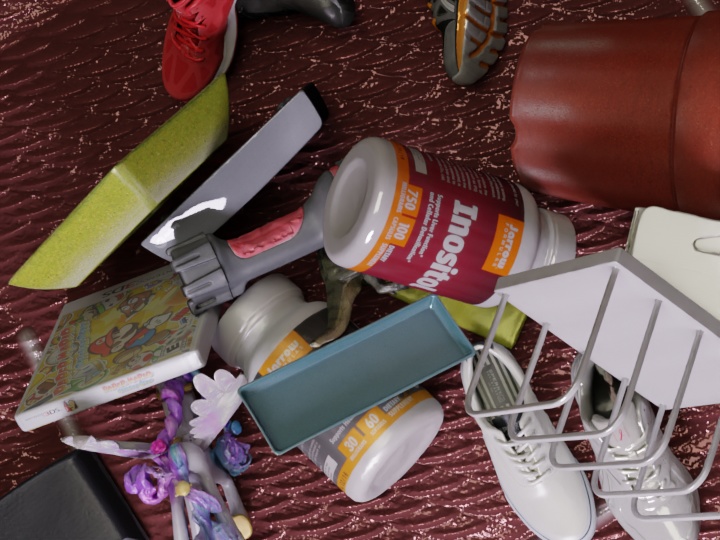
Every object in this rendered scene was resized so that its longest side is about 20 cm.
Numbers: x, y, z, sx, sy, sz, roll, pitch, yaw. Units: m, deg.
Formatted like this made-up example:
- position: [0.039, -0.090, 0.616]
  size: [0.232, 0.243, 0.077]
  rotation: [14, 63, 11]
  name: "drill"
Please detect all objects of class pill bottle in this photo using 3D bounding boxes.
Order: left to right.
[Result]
- position: [-0.032, 0.101, 1.415]
  size: [0.200, 0.116, 0.116]
  rotation: [42, 94, 18]
  name: "pill bottle"
- position: [0.078, -0.034, 1.346]
  size: [0.200, 0.113, 0.113]
  rotation: [16, 84, -23]
  name: "pill bottle"

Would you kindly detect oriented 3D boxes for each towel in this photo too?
- position: [0.067, -0.005, 1.457]
  size: [0.200, 0.018, 0.086]
  rotation: [24, 92, 18]
  name: "towel"

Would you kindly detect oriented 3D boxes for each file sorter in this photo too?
- position: [0.201, 0.095, 1.204]
  size: [0.139, 0.200, 0.125]
  rotation: [-15, 47, 54]
  name: "file sorter"

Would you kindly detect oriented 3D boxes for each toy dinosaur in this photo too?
- position: [0.000, 0.000, 1.416]
  size: [0.088, 0.048, 0.200]
  rotation: [-4, 42, 3]
  name: "toy dinosaur"

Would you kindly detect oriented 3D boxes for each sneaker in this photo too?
- position: [-0.163, -0.237, 1.467]
  size: [0.078, 0.116, 0.200]
  rotation: [31, 121, 16]
  name: "sneaker"
- position: [-0.091, -0.273, 1.524]
  size: [0.200, 0.076, 0.091]
  rotation: [33, 101, 25]
  name: "sneaker"
- position: [0.087, -0.266, 1.468]
  size: [0.077, 0.078, 0.200]
  rotation: [-6, 76, 29]
  name: "sneaker"
- position: [0.138, 0.152, 1.380]
  size: [0.073, 0.071, 0.200]
  rotation: [-32, 74, 9]
  name: "sneaker"
- position: [0.224, 0.151, 1.340]
  size: [0.078, 0.099, 0.200]
  rotation: [-27, 75, 11]
  name: "sneaker"

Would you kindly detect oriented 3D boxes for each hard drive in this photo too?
- position: [-0.310, 0.270, 1.506]
  size: [0.200, 0.042, 0.135]
  rotation: [-38, 73, 7]
  name: "hard drive"
- position: [-0.110, -0.089, 1.456]
  size: [0.200, 0.135, 0.042]
  rotation: [-43, 96, 8]
  name: "hard drive"

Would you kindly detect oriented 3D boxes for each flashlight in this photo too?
- position: [-0.072, -0.037, 1.395]
  size: [0.200, 0.068, 0.068]
  rotation: [-23, 46, -9]
  name: "flashlight"

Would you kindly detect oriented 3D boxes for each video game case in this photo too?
- position: [-0.210, 0.057, 1.444]
  size: [0.182, 0.200, 0.023]
  rotation: [-20, 116, 14]
  name: "video game case"

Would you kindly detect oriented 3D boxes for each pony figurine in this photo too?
- position: [-0.157, 0.170, 1.407]
  size: [0.166, 0.193, 0.200]
  rotation: [-18, 81, 3]
  name: "pony figurine"

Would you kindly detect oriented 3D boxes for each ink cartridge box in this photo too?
- position: [0.294, 0.017, 1.289]
  size: [0.147, 0.200, 0.083]
  rotation: [14, 86, 18]
  name: "ink cartridge box"

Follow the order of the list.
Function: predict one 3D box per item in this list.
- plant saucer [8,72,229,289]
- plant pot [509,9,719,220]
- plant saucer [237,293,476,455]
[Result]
- position: [-0.204, -0.069, 1.432]
  size: [0.048, 0.200, 0.200]
  rotation: [46, 129, -6]
  name: "plant saucer"
- position: [0.241, -0.130, 1.344]
  size: [0.195, 0.201, 0.201]
  rotation: [6, 83, 25]
  name: "plant pot"
- position: [-0.002, 0.089, 1.347]
  size: [0.200, 0.019, 0.070]
  rotation: [-25, 65, -21]
  name: "plant saucer"
